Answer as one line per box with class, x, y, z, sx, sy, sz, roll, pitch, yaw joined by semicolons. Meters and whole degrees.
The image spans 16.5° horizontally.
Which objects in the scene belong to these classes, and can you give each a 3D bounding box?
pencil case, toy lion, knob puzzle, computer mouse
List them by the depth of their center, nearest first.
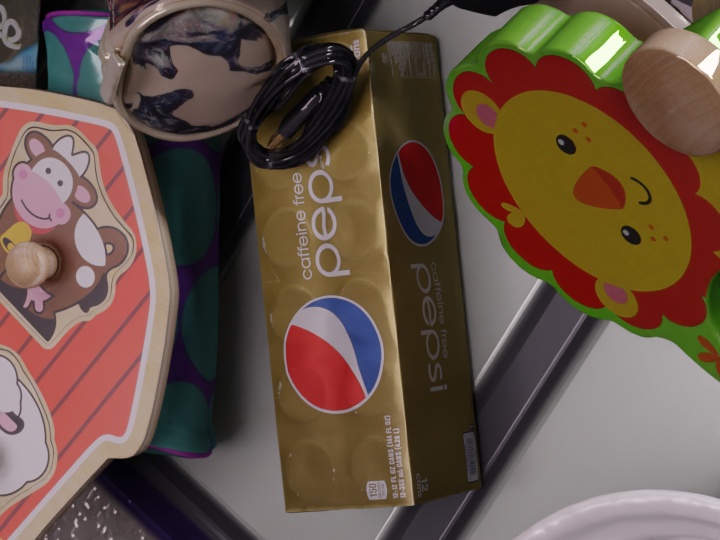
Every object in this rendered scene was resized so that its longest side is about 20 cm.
toy lion;0.126;-0.022;0.957;0.200;0.069;0.192;50;149;-7
computer mouse;0.022;-0.108;0.988;0.200;0.059;0.034;-37;50;25
pencil case;-0.083;-0.148;1.051;0.078;0.089;0.201;103;160;-50
knob puzzle;-0.163;0.008;1.071;0.218;0.030;0.221;1;93;23
pencil case;-0.105;-0.016;1.113;0.092;0.085;0.201;7;96;62

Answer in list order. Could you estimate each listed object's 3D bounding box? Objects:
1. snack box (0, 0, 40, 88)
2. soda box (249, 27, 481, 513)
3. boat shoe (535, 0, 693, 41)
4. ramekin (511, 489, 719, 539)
snack box;-0.179;-0.056;1.148;0.116;0.037;0.201;-162;75;-70
soda box;0.000;0.000;1.062;0.067;0.064;0.201;-6;89;31
boat shoe;0.152;-0.094;0.982;0.199;0.073;0.063;28;63;33
ramekin;0.133;0.182;0.953;0.199;0.098;0.202;-1;89;29
